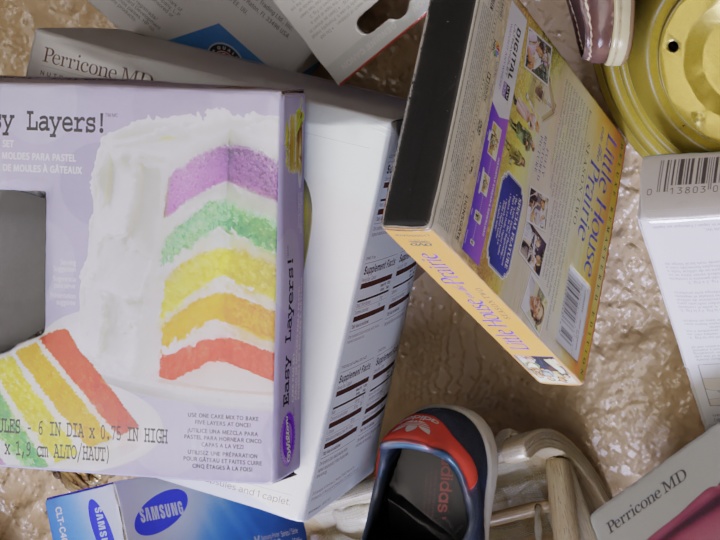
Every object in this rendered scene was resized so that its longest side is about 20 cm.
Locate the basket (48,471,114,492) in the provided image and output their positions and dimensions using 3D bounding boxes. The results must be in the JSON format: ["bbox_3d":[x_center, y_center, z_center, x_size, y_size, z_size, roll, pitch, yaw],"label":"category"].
[{"bbox_3d":[-0.168,0.012,1.371,0.200,0.149,0.143,46,148,1],"label":"basket"}]

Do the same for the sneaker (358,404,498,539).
[{"bbox_3d":[0.033,0.172,1.202,0.075,0.084,0.201,-5,89,23],"label":"sneaker"}]

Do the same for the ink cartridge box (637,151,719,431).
[{"bbox_3d":[0.242,0.015,1.207,0.160,0.050,0.200,-3,143,20],"label":"ink cartridge box"}]

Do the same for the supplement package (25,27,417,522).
[{"bbox_3d":[-0.076,-0.005,1.175,0.190,0.147,0.201,14,98,12],"label":"supplement package"}]

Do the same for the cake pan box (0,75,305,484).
[{"bbox_3d":[-0.125,0.002,1.086,0.199,0.052,0.186,4,94,14],"label":"cake pan box"}]

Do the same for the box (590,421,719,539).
[{"bbox_3d":[0.222,0.189,1.199,0.128,0.109,0.201,-39,47,24],"label":"box"}]

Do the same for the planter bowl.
[{"bbox_3d":[0.205,-0.115,1.184,0.199,0.083,0.202,6,108,18],"label":"planter bowl"}]

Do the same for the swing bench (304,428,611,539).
[{"bbox_3d":[0.048,0.204,1.312,0.198,0.130,0.201,-16,84,24],"label":"swing bench"}]

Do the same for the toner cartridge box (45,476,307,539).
[{"bbox_3d":[-0.086,0.151,1.194,0.043,0.200,0.096,-15,84,22],"label":"toner cartridge box"}]

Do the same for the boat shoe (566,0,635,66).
[{"bbox_3d":[0.090,-0.197,1.179,0.071,0.072,0.201,-12,84,-3],"label":"boat shoe"}]

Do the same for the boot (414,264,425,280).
[{"bbox_3d":[0.000,0.000,1.290,0.199,0.070,0.147,19,111,-2],"label":"boot"}]

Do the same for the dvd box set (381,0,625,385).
[{"bbox_3d":[0.077,-0.046,1.163,0.029,0.200,0.147,1,68,29],"label":"dvd box set"}]

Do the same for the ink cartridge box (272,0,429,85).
[{"bbox_3d":[-0.028,-0.207,1.167,0.109,0.050,0.200,-37,93,24],"label":"ink cartridge box"}]

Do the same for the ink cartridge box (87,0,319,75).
[{"bbox_3d":[-0.047,-0.198,1.249,0.144,0.085,0.200,42,116,3],"label":"ink cartridge box"}]
